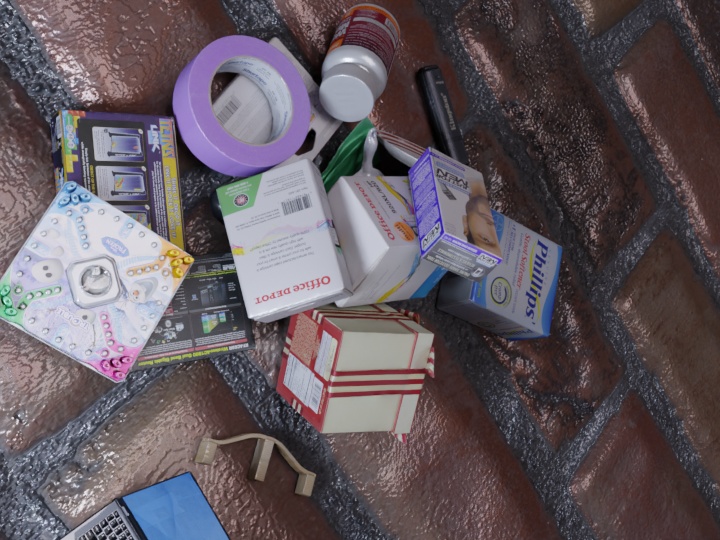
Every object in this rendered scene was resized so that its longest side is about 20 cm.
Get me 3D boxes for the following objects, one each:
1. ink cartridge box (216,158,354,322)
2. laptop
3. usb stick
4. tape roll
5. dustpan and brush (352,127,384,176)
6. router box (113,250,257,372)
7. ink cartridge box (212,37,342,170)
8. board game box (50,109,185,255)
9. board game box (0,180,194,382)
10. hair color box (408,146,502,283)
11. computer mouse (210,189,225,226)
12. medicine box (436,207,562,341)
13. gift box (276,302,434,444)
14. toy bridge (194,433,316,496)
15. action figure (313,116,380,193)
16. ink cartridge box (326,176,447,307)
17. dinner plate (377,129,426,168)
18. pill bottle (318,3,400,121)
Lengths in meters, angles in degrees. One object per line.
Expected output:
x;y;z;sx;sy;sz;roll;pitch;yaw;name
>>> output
-0.107;-0.039;1.239;0.144;0.084;0.201;-17;79;7;ink cartridge box
-0.280;0.397;1.129;0.200;0.116;0.188;-34;101;-34;laptop
0.155;-0.282;1.595;0.055;0.033;0.201;-19;93;-35;usb stick
-0.176;-0.245;1.288;0.199;0.066;0.201;7;76;-32;tape roll
0.010;-0.139;1.416;0.139;0.201;0.057;-18;53;-35;dustpan and brush
-0.258;0.058;1.233;0.199;0.062;0.151;-7;86;-36;router box
-0.139;-0.244;1.377;0.176;0.045;0.200;46;61;-19;ink cartridge box
-0.340;-0.119;1.210;0.165;0.057;0.201;-2;84;-37;board game box
-0.349;0.014;1.130;0.200;0.026;0.201;34;70;-19;board game box
0.140;-0.086;1.295;0.109;0.065;0.201;22;41;-25;hair color box
-0.163;-0.053;1.342;0.200;0.034;0.059;46;39;-26;computer mouse
0.258;0.011;1.576;0.199;0.103;0.183;23;70;-29;medicine box
0.003;0.153;1.299;0.186;0.200;0.185;4;109;-33;gift box
-0.149;0.284;1.293;0.199;0.027;0.068;26;67;-29;toy bridge
-0.048;-0.152;1.407;0.200;0.055;0.118;-49;147;-16;action figure
0.037;-0.048;1.338;0.199;0.145;0.148;-6;55;-45;ink cartridge box
0.109;-0.186;1.462;0.199;0.200;0.024;17;109;-32;dinner plate
-0.003;-0.343;1.417;0.109;0.109;0.201;38;44;-24;pill bottle
